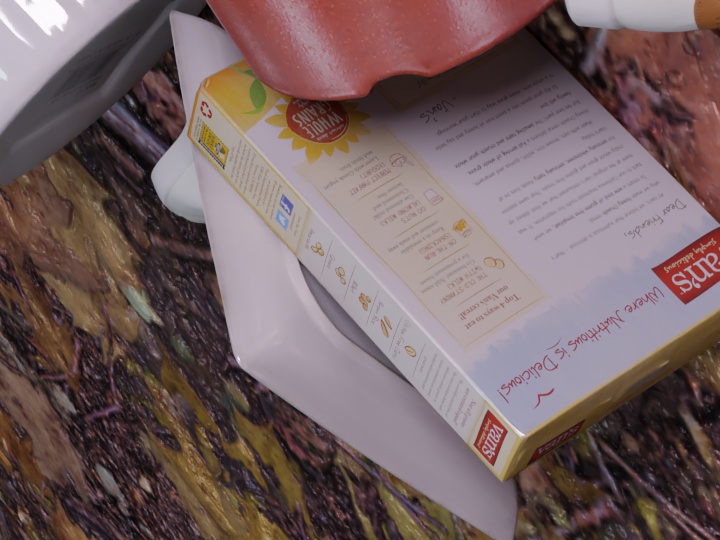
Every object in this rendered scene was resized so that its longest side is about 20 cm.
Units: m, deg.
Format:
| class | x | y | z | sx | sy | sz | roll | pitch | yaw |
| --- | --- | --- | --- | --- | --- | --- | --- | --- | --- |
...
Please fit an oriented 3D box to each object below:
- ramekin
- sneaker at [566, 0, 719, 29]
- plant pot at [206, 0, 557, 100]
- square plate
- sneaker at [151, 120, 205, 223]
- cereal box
| class | x | y | z | sx | sy | sz | roll | pitch | yaw |
| --- | --- | --- | --- | --- | --- | --- | --- | --- | --- |
| ramekin | -0.159 | -0.129 | 1.167 | 0.098 | 0.200 | 0.200 | 47 | 155 | 3 |
| sneaker | 0.109 | -0.171 | 0.768 | 0.084 | 0.073 | 0.201 | 7 | 126 | 19 |
| plant pot | -0.013 | -0.181 | 0.850 | 0.200 | 0.201 | 0.196 | 21 | 146 | 53 |
| square plate | 0.000 | 0.000 | 1.031 | 0.200 | 0.028 | 0.199 | 37 | -151 | -43 |
| sneaker | -0.054 | -0.036 | 1.189 | 0.085 | 0.073 | 0.200 | 60 | 170 | 5 |
| cereal box | 0.046 | -0.026 | 0.958 | 0.200 | 0.144 | 0.040 | 48 | 146 | 20 |
